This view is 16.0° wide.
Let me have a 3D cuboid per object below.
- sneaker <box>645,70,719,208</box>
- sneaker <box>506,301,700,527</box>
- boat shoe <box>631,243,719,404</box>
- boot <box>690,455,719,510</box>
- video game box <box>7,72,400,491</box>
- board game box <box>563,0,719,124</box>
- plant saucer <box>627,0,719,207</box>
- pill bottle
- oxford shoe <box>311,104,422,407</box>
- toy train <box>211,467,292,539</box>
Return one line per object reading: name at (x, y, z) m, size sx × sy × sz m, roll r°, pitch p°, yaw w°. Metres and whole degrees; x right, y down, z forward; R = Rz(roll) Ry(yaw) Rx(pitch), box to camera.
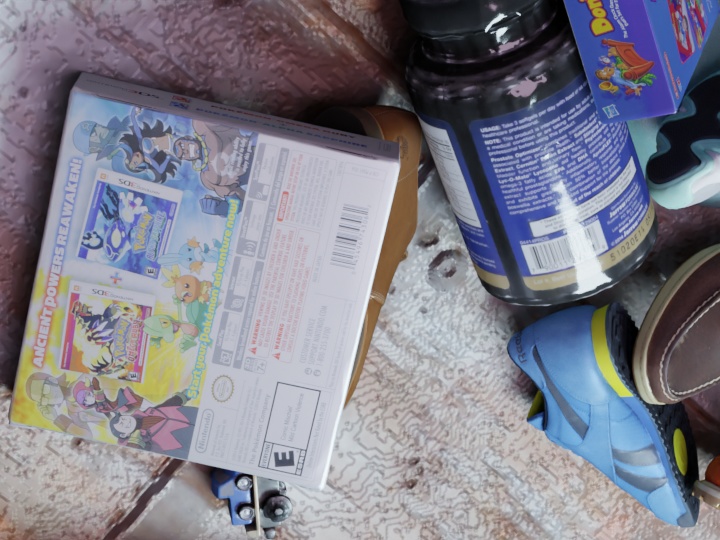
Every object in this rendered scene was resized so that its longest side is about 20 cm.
sneaker at (0.273, -0.077, 1.519) m, size 0.200 × 0.078 × 0.140 m, roll -42°, pitch 121°, yaw -2°
sneaker at (0.153, 0.093, 1.590) m, size 0.078 × 0.066 × 0.200 m, roll -14°, pitch 135°, yaw 22°
boat shoe at (0.248, 0.018, 1.553) m, size 0.200 × 0.072 × 0.072 m, roll -34°, pitch 121°, yaw -29°
boot at (0.289, 0.111, 1.633) m, size 0.200 × 0.075 × 0.107 m, roll -2°, pitch 111°, yaw -44°
video game box at (-0.087, 0.008, 1.407) m, size 0.182 × 0.047 × 0.200 m, roll 12°, pitch 108°, yaw -4°
board game box at (0.139, -0.200, 1.394) m, size 0.045 × 0.135 × 0.200 m, roll -9°, pitch 116°, yaw 24°
plant saucer at (0.244, -0.128, 1.545) m, size 0.200 × 0.027 × 0.200 m, roll -9°, pitch 115°, yaw -21°
pill bottle at (0.091, -0.088, 1.443) m, size 0.112 × 0.112 × 0.200 m, roll -28°, pitch 121°, yaw -11°
oxford shoe at (0.000, 0.000, 1.471) m, size 0.071 × 0.071 × 0.200 m, roll -11°, pitch 123°, yaw -45°
toy train at (-0.070, 0.069, 1.486) m, size 0.046 × 0.034 × 0.200 m, roll -9°, pitch 115°, yaw -8°
